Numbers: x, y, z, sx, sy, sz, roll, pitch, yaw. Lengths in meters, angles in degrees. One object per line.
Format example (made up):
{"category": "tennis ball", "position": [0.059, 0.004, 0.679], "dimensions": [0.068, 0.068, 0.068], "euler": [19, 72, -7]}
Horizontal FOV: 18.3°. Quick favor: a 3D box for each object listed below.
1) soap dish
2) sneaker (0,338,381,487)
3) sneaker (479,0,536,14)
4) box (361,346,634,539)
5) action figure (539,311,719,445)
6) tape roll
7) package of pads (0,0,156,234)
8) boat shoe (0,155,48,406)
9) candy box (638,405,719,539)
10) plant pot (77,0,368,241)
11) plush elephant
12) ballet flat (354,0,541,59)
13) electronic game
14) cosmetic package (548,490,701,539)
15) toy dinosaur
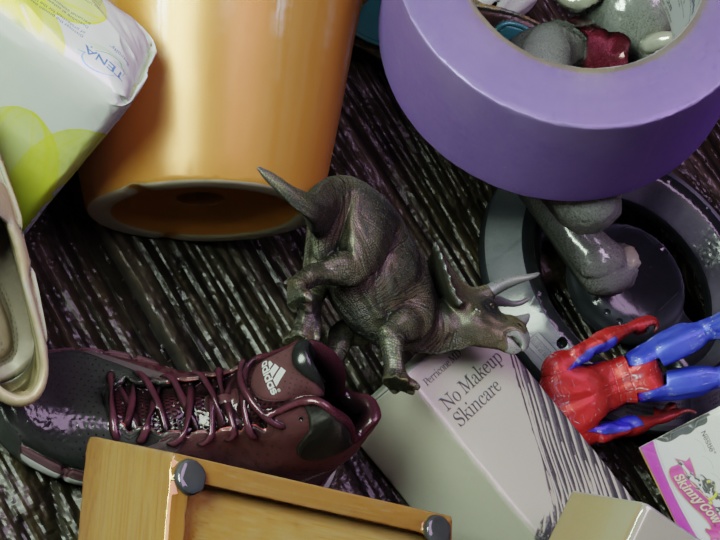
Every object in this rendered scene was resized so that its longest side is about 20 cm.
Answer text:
{"category": "soap dish", "position": [-0.043, 0.172, 1.083], "dimensions": [0.199, 0.081, 0.159], "euler": [16, 66, -31]}
{"category": "sneaker", "position": [-0.078, 0.060, 1.121], "dimensions": [0.199, 0.115, 0.076], "euler": [12, 56, -31]}
{"category": "sneaker", "position": [0.052, -0.252, 1.442], "dimensions": [0.199, 0.081, 0.075], "euler": [37, 49, -10]}
{"category": "box", "position": [0.090, 0.129, 1.236], "dimensions": [0.200, 0.068, 0.082], "euler": [50, 47, 0]}
{"category": "action figure", "position": [0.172, 0.059, 1.300], "dimensions": [0.198, 0.052, 0.066], "euler": [-16, 96, -6]}
{"category": "tape roll", "position": [0.111, -0.144, 1.189], "dimensions": [0.198, 0.085, 0.202], "euler": [2, 65, -5]}
{"category": "package of pads", "position": [-0.217, -0.110, 1.094], "dimensions": [0.199, 0.154, 0.068], "euler": [36, 36, -14]}
{"category": "boat shoe", "position": [-0.191, -0.031, 1.034], "dimensions": [0.072, 0.065, 0.201], "euler": [-23, 110, -18]}
{"category": "candy box", "position": [0.250, 0.140, 1.309], "dimensions": [0.200, 0.061, 0.137], "euler": [-4, 67, -61]}
{"category": "plant pot", "position": [-0.083, -0.119, 1.193], "dimensions": [0.199, 0.200, 0.185], "euler": [8, 73, -33]}
{"category": "plush elephant", "position": [0.144, -0.109, 1.306], "dimensions": [0.200, 0.154, 0.165], "euler": [55, -1, 27]}
{"category": "ballet flat", "position": [0.063, -0.144, 1.398], "dimensions": [0.199, 0.071, 0.071], "euler": [23, 51, -26]}
{"category": "electronic game", "position": [0.163, 0.009, 1.384], "dimensions": [0.199, 0.042, 0.201], "euler": [13, 56, -21]}
{"category": "cosmetic package", "position": [0.117, 0.224, 1.130], "dimensions": [0.105, 0.071, 0.201], "euler": [35, 75, -25]}
{"category": "toy dinosaur", "position": [0.000, 0.000, 1.161], "dimensions": [0.200, 0.077, 0.103], "euler": [42, 53, -30]}
